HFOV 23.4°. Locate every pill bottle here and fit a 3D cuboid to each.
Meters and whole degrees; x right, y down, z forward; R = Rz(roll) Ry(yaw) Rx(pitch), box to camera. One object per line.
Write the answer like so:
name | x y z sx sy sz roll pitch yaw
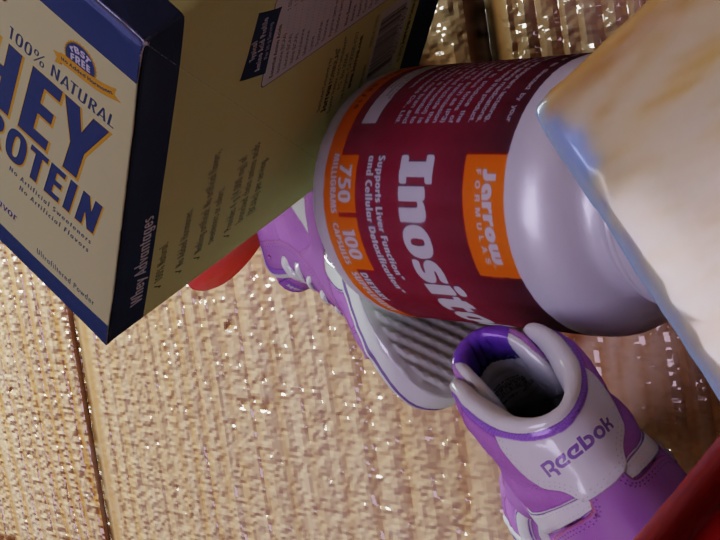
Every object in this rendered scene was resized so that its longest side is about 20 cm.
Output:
pill bottle | 0.077 -0.032 0.718 0.199 0.112 0.114 3 103 54

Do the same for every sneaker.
sneaker | 0.079 0.066 0.705 0.115 0.072 0.200 52 174 -5
sneaker | 0.001 0.000 0.883 0.115 0.072 0.202 -60 42 49

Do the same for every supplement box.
supplement box | -0.074 -0.117 0.748 0.134 0.199 0.201 41 146 17

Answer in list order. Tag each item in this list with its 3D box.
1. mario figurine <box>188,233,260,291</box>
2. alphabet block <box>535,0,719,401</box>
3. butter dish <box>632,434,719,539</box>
mario figurine | -0.112 -0.086 0.968 0.105 0.123 0.202 -17 82 42
alphabet block | 0.202 -0.023 0.427 0.200 0.195 0.196 -43 65 27
butter dish | 0.160 0.156 0.517 0.200 0.200 0.148 -48 34 -2
